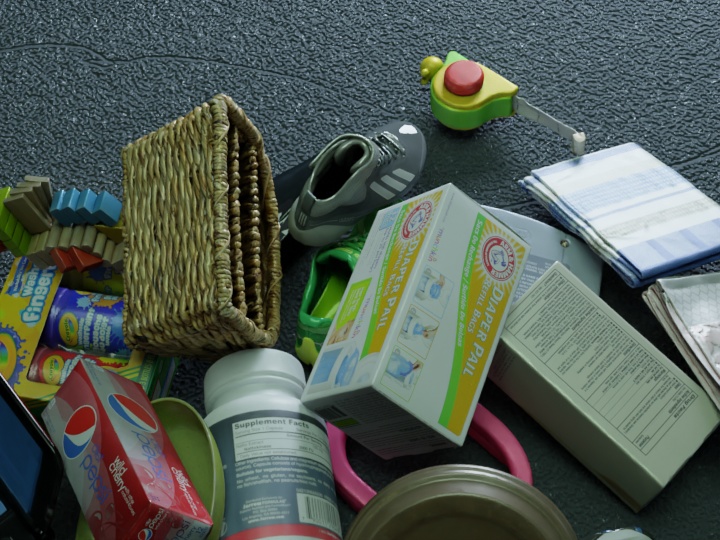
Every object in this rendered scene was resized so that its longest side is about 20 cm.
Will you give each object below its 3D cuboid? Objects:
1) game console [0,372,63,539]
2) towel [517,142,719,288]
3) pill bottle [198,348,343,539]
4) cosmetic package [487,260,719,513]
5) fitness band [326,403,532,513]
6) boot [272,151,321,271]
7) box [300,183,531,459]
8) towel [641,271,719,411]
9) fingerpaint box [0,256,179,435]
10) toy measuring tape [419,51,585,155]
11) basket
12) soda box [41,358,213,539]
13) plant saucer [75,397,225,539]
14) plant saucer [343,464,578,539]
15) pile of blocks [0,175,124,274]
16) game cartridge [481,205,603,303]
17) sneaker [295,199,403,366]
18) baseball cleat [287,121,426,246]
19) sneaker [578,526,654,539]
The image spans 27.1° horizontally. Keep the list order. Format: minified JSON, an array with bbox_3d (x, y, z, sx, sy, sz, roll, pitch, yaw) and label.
[{"bbox_3d":[-0.350,0.158,1.252,0.172,0.119,0.200,-39,67,-9],"label":"game console"},{"bbox_3d":[0.262,-0.056,1.434,0.146,0.024,0.200,-18,39,-22],"label":"towel"},{"bbox_3d":[-0.081,0.174,1.259,0.118,0.120,0.201,-7,54,-3],"label":"pill bottle"},{"bbox_3d":[0.206,0.101,1.304,0.200,0.071,0.105,44,63,12],"label":"cosmetic package"},{"bbox_3d":[0.059,0.171,1.308,0.199,0.038,0.143,36,63,26],"label":"fitness band"},{"bbox_3d":[-0.109,-0.089,1.475,0.168,0.077,0.200,35,68,20],"label":"boot"},{"bbox_3d":[0.049,0.043,1.267,0.101,0.112,0.201,35,61,-24],"label":"box"},{"bbox_3d":[0.375,0.070,1.330,0.198,0.032,0.192,-6,49,-28],"label":"towel"},{"bbox_3d":[-0.250,0.053,1.379,0.165,0.074,0.201,8,55,8],"label":"fingerpaint box"},{"bbox_3d":[0.133,-0.160,1.525,0.199,0.074,0.074,36,62,25],"label":"toy measuring tape"},{"bbox_3d":[-0.114,-0.029,1.308,0.142,0.148,0.202,13,66,-42],"label":"basket"},{"bbox_3d":[-0.189,0.157,1.192,0.064,0.070,0.200,-53,39,10],"label":"soda box"},{"bbox_3d":[-0.169,0.206,1.228,0.031,0.200,0.201,23,43,-37],"label":"plant saucer"},{"bbox_3d":[0.079,0.250,1.169,0.198,0.202,0.029,3,14,4],"label":"plant saucer"},{"bbox_3d":[-0.275,-0.034,1.347,0.198,0.082,0.063,3,50,4],"label":"pile of blocks"},{"bbox_3d":[0.126,0.006,1.401,0.198,0.041,0.134,16,62,-3],"label":"game cartridge"},{"bbox_3d":[0.000,0.000,1.402,0.073,0.084,0.201,16,55,18],"label":"sneaker"},{"bbox_3d":[0.011,-0.097,1.387,0.070,0.107,0.200,35,50,9],"label":"baseball cleat"},{"bbox_3d":[0.156,0.268,1.210,0.198,0.076,0.077,-14,51,-6],"label":"sneaker"}]
